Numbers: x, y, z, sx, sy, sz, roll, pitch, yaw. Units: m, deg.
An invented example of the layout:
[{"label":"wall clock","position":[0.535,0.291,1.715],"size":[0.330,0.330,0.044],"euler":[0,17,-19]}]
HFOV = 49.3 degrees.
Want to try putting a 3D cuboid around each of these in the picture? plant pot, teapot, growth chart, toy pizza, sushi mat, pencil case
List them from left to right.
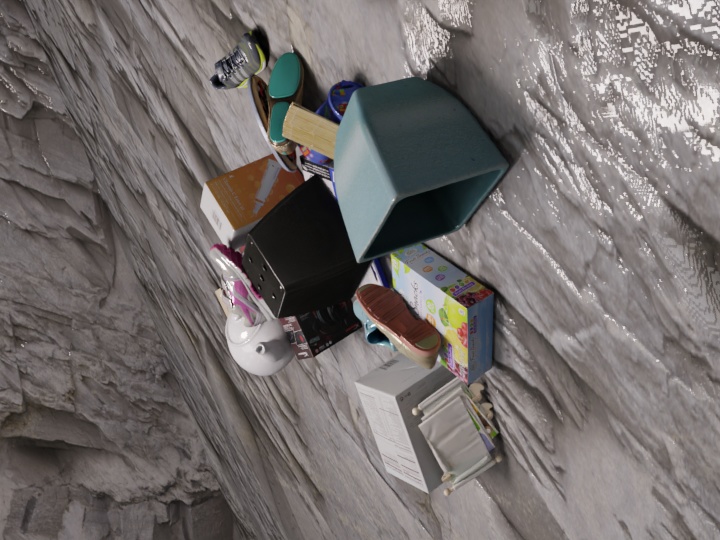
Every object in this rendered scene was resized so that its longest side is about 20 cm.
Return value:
[{"label":"teapot","position":[-0.232,0.125,1.743],"size":[0.197,0.201,0.146],"euler":[-13,144,37]},{"label":"toy pizza","position":[-0.161,-0.288,1.518],"size":[0.200,0.031,0.204],"euler":[-22,-89,-80]},{"label":"plant pot","position":[-0.119,-0.025,1.515],"size":[0.201,0.176,0.201],"euler":[55,155,14]},{"label":"pencil case","position":[-0.049,-0.260,1.379],"size":[0.200,0.077,0.089],"euler":[-37,70,63]},{"label":"sushi mat","position":[-0.038,-0.217,1.333],"size":[0.197,0.012,0.096],"euler":[24,154,-6]},{"label":"plant pot","position":[0.062,-0.164,1.157],"size":[0.203,0.193,0.196],"euler":[65,155,18]},{"label":"growth chart","position":[0.179,0.290,1.400],"size":[0.203,0.143,0.018],"euler":[66,174,-16]}]

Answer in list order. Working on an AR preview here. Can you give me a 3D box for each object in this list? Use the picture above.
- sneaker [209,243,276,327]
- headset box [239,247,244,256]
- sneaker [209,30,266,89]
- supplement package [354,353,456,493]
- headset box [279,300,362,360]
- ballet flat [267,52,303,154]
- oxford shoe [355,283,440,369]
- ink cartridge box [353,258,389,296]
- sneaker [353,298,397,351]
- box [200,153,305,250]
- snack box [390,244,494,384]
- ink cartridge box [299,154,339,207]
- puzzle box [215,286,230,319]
[{"label":"sneaker","position":[-0.250,0.039,1.591],"size":[0.202,0.087,0.082],"euler":[55,-172,-15]},{"label":"headset box","position":[-0.212,-0.032,1.856],"size":[0.202,0.074,0.149],"euler":[60,153,6]},{"label":"sneaker","position":[-0.251,-0.416,1.596],"size":[0.075,0.080,0.200],"euler":[61,153,2]},{"label":"supplement package","position":[0.112,0.276,1.482],"size":[0.150,0.150,0.204],"euler":[6,119,59]},{"label":"headset box","position":[-0.105,0.066,1.683],"size":[0.075,0.147,0.203],"euler":[-17,99,55]},{"label":"ballet flat","position":[-0.137,-0.302,1.445],"size":[0.065,0.069,0.204],"euler":[65,-151,-65]},{"label":"oxford shoe","position":[0.060,0.099,1.368],"size":[0.200,0.070,0.075],"euler":[44,152,36]},{"label":"ink cartridge box","position":[0.000,0.000,1.565],"size":[0.199,0.039,0.101],"euler":[1,114,62]},{"label":"sneaker","position":[0.030,0.103,1.553],"size":[0.199,0.081,0.075],"euler":[21,131,53]},{"label":"box","position":[-0.217,-0.147,1.642],"size":[0.125,0.198,0.098],"euler":[55,152,13]},{"label":"snack box","position":[0.138,0.070,1.348],"size":[0.199,0.067,0.171],"euler":[38,144,44]},{"label":"ink cartridge box","position":[-0.039,-0.162,1.483],"size":[0.199,0.044,0.096],"euler":[26,137,50]},{"label":"puzzle box","position":[-0.252,0.075,1.911],"size":[0.025,0.199,0.135],"euler":[-24,94,40]}]
